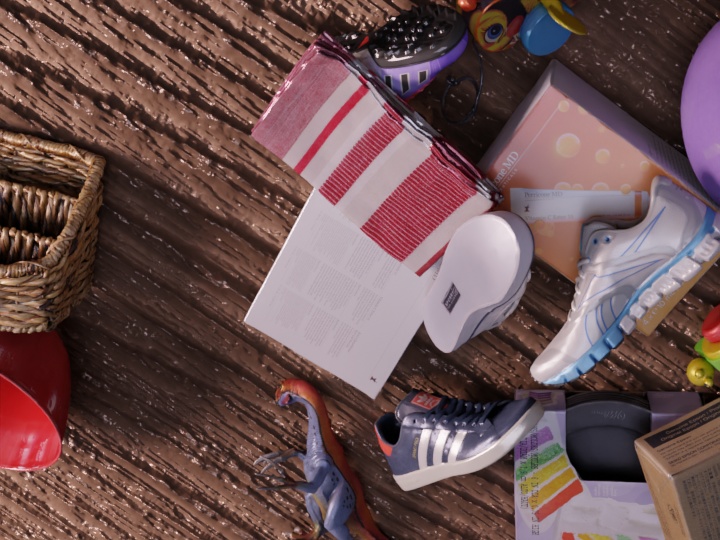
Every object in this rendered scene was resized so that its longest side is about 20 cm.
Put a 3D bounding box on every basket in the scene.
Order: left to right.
[{"bbox_3d":[-0.359,-0.045,1.002,0.197,0.143,0.151,16,115,4],"label":"basket"}]

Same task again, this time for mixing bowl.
[{"bbox_3d":[-0.368,0.099,1.063,0.197,0.109,0.202,12,139,11],"label":"mixing bowl"}]

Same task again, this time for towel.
[{"bbox_3d":[0.009,-0.089,0.891,0.199,0.023,0.144,41,141,-5],"label":"towel"}]

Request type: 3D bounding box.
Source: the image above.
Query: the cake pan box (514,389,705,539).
[{"bbox_3d":[0.240,0.208,1.034,0.181,0.052,0.203,0,110,9],"label":"cake pan box"}]

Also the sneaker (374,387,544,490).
[{"bbox_3d":[0.083,0.144,1.003,0.199,0.075,0.085,-32,90,43],"label":"sneaker"}]

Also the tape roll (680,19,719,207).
[{"bbox_3d":[0.355,-0.126,0.813,0.196,0.085,0.204,0,87,-6],"label":"tape roll"}]

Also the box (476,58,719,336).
[{"bbox_3d":[0.205,-0.063,0.906,0.199,0.098,0.125,35,115,-3],"label":"box"}]

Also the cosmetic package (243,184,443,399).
[{"bbox_3d":[0.000,0.000,0.998,0.149,0.052,0.202,31,114,0],"label":"cosmetic package"}]

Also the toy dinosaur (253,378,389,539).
[{"bbox_3d":[-0.039,0.202,1.094,0.197,0.105,0.185,3,102,-31],"label":"toy dinosaur"}]

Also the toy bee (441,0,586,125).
[{"bbox_3d":[0.125,-0.212,0.846,0.130,0.108,0.202,31,94,37],"label":"toy bee"}]

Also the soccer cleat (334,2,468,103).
[{"bbox_3d":[0.027,-0.166,0.881,0.199,0.069,0.073,-3,135,52],"label":"soccer cleat"}]

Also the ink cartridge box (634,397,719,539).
[{"bbox_3d":[0.357,0.214,0.963,0.163,0.075,0.203,-24,111,-6],"label":"ink cartridge box"}]

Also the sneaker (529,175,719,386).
[{"bbox_3d":[0.197,0.007,0.852,0.086,0.075,0.200,42,106,0],"label":"sneaker"}]

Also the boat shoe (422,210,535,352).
[{"bbox_3d":[0.109,0.003,0.899,0.074,0.065,0.200,63,156,14],"label":"boat shoe"}]

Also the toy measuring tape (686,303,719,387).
[{"bbox_3d":[0.364,0.037,0.930,0.073,0.074,0.200,39,114,-6],"label":"toy measuring tape"}]
